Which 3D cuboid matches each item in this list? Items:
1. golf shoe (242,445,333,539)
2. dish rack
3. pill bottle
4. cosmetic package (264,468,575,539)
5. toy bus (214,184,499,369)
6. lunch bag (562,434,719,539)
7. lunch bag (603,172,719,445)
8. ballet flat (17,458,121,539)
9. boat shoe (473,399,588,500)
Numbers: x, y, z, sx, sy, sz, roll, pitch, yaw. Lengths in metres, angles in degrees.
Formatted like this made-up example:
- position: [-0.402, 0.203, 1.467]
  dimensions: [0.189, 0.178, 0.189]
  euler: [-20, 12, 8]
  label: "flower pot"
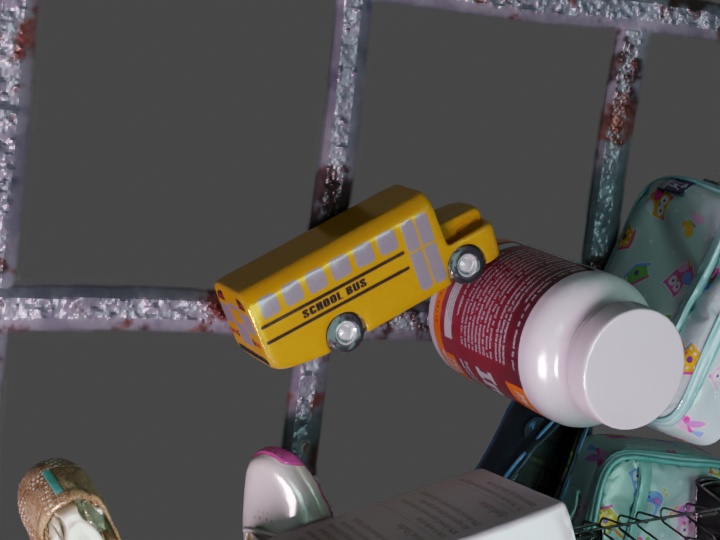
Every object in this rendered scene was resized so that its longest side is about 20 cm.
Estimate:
- position: [-0.061, 0.230, 1.265]
  dimensions: [0.091, 0.075, 0.202]
  euler: [-24, 112, -47]
  label: "golf shoe"
- position: [0.212, 0.249, 1.332]
  dimensions: [0.198, 0.054, 0.155]
  euler: [-6, 101, -25]
  label: "dish rack"
- position: [0.142, 0.048, 1.271]
  dimensions: [0.112, 0.200, 0.114]
  euler: [-6, 104, -26]
  label: "pill bottle"
- position: [0.041, 0.250, 1.181]
  dimensions: [0.198, 0.167, 0.168]
  euler: [-16, 96, -13]
  label: "cosmetic package"
- position: [0.000, 0.000, 1.265]
  dimensions: [0.199, 0.065, 0.079]
  euler: [-29, 111, -19]
  label: "toy bus"
- position: [0.219, 0.238, 1.415]
  dimensions: [0.159, 0.077, 0.202]
  euler: [10, 95, -30]
  label: "lunch bag"
- position: [0.255, 0.025, 1.348]
  dimensions: [0.077, 0.160, 0.201]
  euler: [24, 90, -30]
  label: "lunch bag"
- position: [-0.182, 0.226, 1.218]
  dimensions: [0.070, 0.065, 0.201]
  euler: [-31, 114, -15]
  label: "ballet flat"
- position: [0.118, 0.182, 1.363]
  dimensions: [0.084, 0.069, 0.202]
  euler: [15, 95, -29]
  label: "boat shoe"
